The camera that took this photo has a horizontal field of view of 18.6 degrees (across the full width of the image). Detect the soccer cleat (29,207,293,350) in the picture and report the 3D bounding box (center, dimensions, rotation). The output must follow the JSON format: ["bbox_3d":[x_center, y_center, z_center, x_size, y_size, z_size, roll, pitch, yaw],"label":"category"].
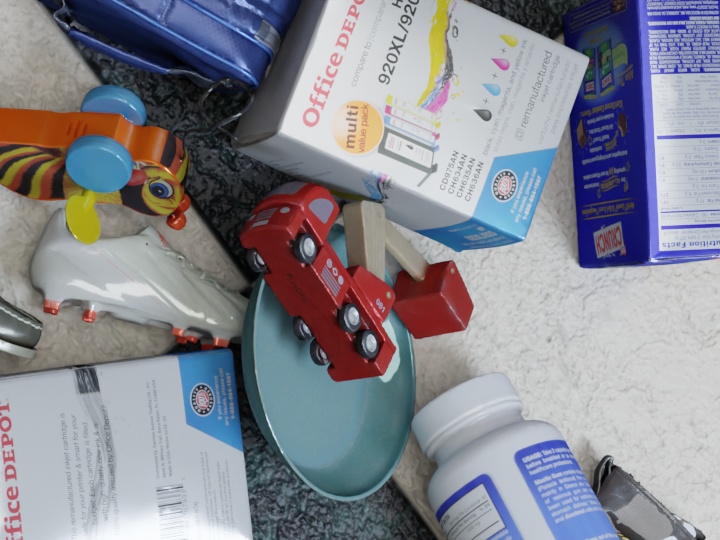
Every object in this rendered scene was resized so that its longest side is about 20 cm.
[{"bbox_3d":[-0.138,0.010,1.582,0.198,0.069,0.078,14,80,-13],"label":"soccer cleat"}]

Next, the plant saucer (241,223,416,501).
[{"bbox_3d":[-0.029,0.066,1.584,0.199,0.036,0.202,19,66,-52],"label":"plant saucer"}]

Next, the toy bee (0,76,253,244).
[{"bbox_3d":[-0.167,-0.067,1.549,0.131,0.199,0.109,-56,145,-32],"label":"toy bee"}]

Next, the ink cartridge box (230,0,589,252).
[{"bbox_3d":[0.032,-0.121,1.593,0.199,0.145,0.148,23,82,-15],"label":"ink cartridge box"}]

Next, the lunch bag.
[{"bbox_3d":[-0.142,-0.208,1.549,0.199,0.136,0.133,26,81,-14],"label":"lunch bag"}]

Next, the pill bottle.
[{"bbox_3d":[0.117,0.180,1.604,0.111,0.112,0.201,-22,69,-16],"label":"pill bottle"}]

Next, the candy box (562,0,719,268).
[{"bbox_3d":[0.213,-0.104,1.634,0.076,0.169,0.202,-2,90,-13],"label":"candy box"}]

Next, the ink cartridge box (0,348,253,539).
[{"bbox_3d":[-0.186,0.138,1.536,0.199,0.084,0.146,-6,90,-28],"label":"ink cartridge box"}]

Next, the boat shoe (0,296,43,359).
[{"bbox_3d":[-0.304,-0.006,1.530,0.201,0.072,0.061,31,85,-9],"label":"boat shoe"}]

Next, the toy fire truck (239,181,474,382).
[{"bbox_3d":[0.000,0.000,1.567,0.201,0.048,0.141,57,40,-29],"label":"toy fire truck"}]

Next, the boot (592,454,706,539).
[{"bbox_3d":[0.205,0.264,1.673,0.174,0.069,0.200,-43,98,-13],"label":"boot"}]
